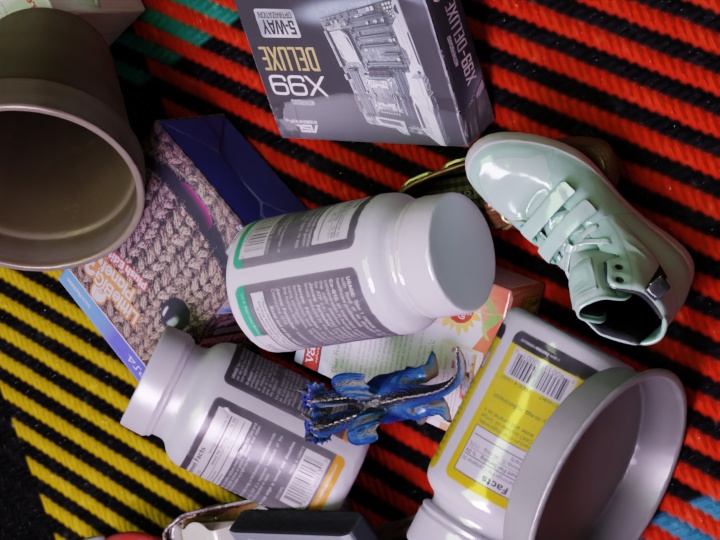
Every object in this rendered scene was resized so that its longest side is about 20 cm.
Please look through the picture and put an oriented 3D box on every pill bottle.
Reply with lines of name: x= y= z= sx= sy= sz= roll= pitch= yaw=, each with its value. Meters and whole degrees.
pill bottle: x=0.000 y=0.000 z=1.579 sx=0.199 sy=0.113 sz=0.114 roll=-9 pitch=91 yaw=36
pill bottle: x=0.122 y=0.141 z=1.540 sx=0.114 sy=0.114 sz=0.201 roll=29 pitch=93 yaw=31
pill bottle: x=-0.096 y=0.132 z=1.692 sx=0.199 sy=0.116 sz=0.117 roll=26 pitch=117 yaw=-4

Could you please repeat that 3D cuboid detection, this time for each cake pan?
cake pan: x=0.174 y=0.158 z=1.483 sx=0.037 sy=0.200 sz=0.201 roll=28 pitch=113 yaw=32

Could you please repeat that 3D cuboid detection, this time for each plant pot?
plant pot: x=-0.280 y=-0.128 z=1.721 sx=0.200 sy=0.199 sz=0.174 roll=-40 pitch=34 yaw=35

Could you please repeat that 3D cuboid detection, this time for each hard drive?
hard drive: x=-0.010 y=0.283 z=1.683 sx=0.139 sy=0.033 sz=0.200 roll=-4 pitch=127 yaw=41

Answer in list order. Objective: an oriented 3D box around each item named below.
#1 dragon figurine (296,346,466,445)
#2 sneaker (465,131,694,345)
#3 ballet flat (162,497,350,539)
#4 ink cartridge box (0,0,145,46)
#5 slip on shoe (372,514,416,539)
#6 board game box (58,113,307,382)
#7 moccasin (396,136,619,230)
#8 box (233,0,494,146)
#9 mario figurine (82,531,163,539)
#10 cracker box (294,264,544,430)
dragon figurine: x=0.015 y=0.104 z=1.567 sx=0.200 sy=0.099 sz=0.059 roll=161 pitch=96 yaw=-68
sneaker: x=0.158 y=-0.024 z=1.472 sx=0.200 sy=0.118 sz=0.074 roll=34 pitch=120 yaw=-1
ballet flat: x=-0.101 y=0.234 z=1.790 sx=0.199 sy=0.071 sz=0.070 roll=-15 pitch=84 yaw=38
ink cartridge box: x=-0.309 y=-0.250 z=1.844 sx=0.200 sy=0.125 sz=0.129 roll=-38 pitch=74 yaw=34
slip on shoe: x=0.035 y=0.252 z=1.693 sx=0.199 sy=0.060 sz=0.076 roll=-25 pitch=82 yaw=37
board game box: x=-0.153 y=-0.013 z=1.777 sx=0.160 sy=0.097 sz=0.200 roll=48 pitch=122 yaw=22
moccasin: x=0.113 y=-0.067 z=1.573 sx=0.201 sy=0.078 sz=0.074 roll=-2 pitch=95 yaw=37
box: x=-0.001 y=-0.184 z=1.624 sx=0.199 sy=0.050 sz=0.158 roll=6 pitch=127 yaw=37
mario figurine: x=-0.221 y=0.308 z=1.896 sx=0.123 sy=0.106 sz=0.200 roll=29 pitch=140 yaw=-8
cracker box: x=0.046 y=0.044 z=1.656 sx=0.199 sy=0.058 sz=0.135 roll=23 pitch=109 yaw=32
